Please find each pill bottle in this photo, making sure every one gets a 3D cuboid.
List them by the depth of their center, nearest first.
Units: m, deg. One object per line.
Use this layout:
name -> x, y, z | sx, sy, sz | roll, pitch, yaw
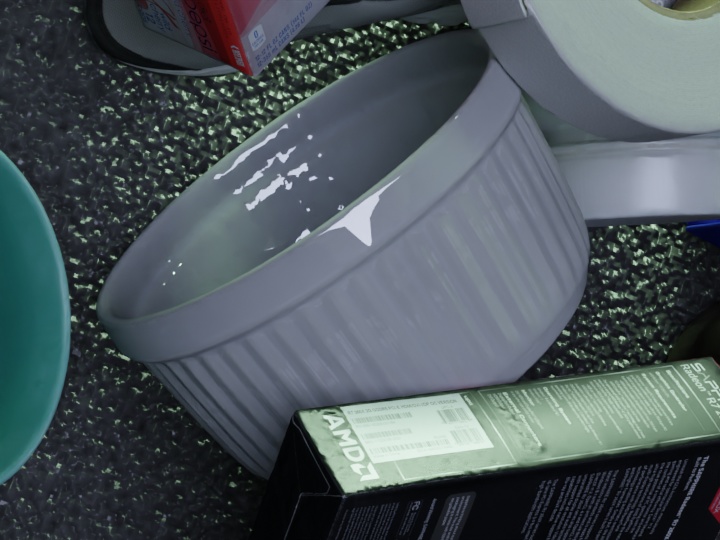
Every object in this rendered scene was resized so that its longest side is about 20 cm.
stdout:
pill bottle -> 0.118, -0.122, 1.064 | 0.113, 0.113, 0.201 | -2, 89, -15

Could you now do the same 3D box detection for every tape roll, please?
tape roll -> 0.116, -0.152, 0.967 | 0.202, 0.037, 0.204 | 3, 85, -38

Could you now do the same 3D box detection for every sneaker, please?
sneaker -> -0.027, -0.131, 1.019 | 0.199, 0.079, 0.074 | -10, 87, 14

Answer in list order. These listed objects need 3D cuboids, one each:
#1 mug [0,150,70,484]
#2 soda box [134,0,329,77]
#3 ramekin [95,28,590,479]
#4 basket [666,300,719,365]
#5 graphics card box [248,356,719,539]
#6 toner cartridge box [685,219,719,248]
mug -> -0.216, 0.016, 0.940 | 0.185, 0.114, 0.153 | 23, 67, -52
soda box -> -0.010, -0.172, 0.953 | 0.200, 0.063, 0.070 | -48, 144, -23
ramekin -> 0.000, 0.000, 0.990 | 0.200, 0.200, 0.105 | -39, 107, -13
basket -> 0.218, 0.063, 1.040 | 0.136, 0.200, 0.180 | -43, 101, -12
graphics card box -> 0.052, 0.103, 0.943 | 0.199, 0.126, 0.051 | -7, 45, -30
toner cartridge box -> 0.225, -0.100, 1.103 | 0.043, 0.095, 0.200 | 28, 82, -14
